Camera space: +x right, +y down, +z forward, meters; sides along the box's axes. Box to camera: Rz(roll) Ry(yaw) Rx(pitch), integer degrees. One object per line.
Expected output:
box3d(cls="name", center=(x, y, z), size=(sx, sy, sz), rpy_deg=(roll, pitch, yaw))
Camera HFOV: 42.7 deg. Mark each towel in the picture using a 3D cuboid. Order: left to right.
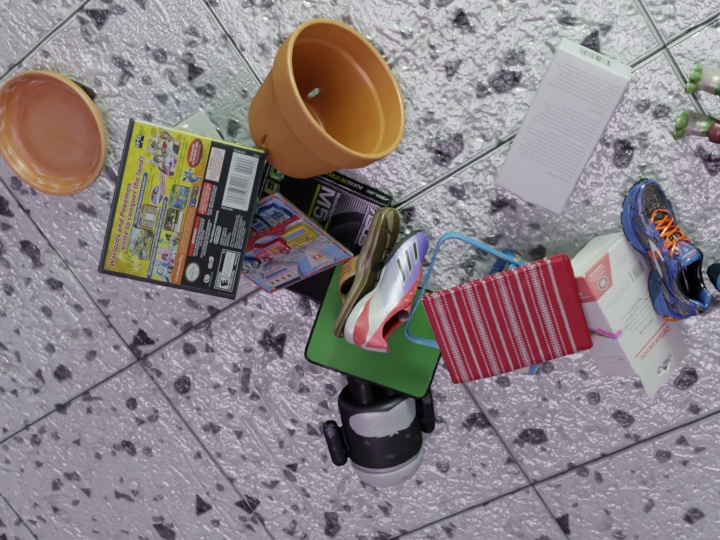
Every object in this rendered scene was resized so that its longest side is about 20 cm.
box3d(cls="towel", center=(0.195, 0.066, 1.215), size=(0.198, 0.023, 0.146), rpy_deg=(-17, 111, 14))

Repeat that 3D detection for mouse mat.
box3d(cls="mouse mat", center=(0.030, 0.089, 1.368), size=(0.199, 0.008, 0.162), rpy_deg=(20, 91, -5))

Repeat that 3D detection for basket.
box3d(cls="basket", center=(0.178, 0.049, 1.298), size=(0.198, 0.139, 0.177), rpy_deg=(19, 118, -1))

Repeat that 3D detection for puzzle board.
box3d(cls="puzzle board", center=(-0.127, -0.032, 1.323), size=(0.150, 0.017, 0.199), rpy_deg=(39, 141, -26))

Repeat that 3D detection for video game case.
box3d(cls="video game case", center=(-0.230, -0.078, 1.194), size=(0.179, 0.025, 0.202), rpy_deg=(12, 92, -16))

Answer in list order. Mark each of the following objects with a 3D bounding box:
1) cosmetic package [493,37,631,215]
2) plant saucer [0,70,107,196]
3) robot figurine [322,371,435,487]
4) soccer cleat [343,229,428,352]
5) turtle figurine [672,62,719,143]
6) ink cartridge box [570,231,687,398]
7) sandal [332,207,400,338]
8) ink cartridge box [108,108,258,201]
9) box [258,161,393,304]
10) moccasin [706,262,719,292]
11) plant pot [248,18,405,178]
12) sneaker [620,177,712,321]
box3d(cls="cosmetic package", center=(0.262, -0.186, 1.201), size=(0.101, 0.071, 0.201), rpy_deg=(26, 119, 5))
box3d(cls="plant saucer", center=(-0.484, -0.217, 1.449), size=(0.198, 0.037, 0.202), rpy_deg=(7, 115, 14))
box3d(cls="robot figurine", center=(0.031, 0.240, 1.444), size=(0.149, 0.125, 0.202), rpy_deg=(-2, 113, 22))
box3d(cls="soccer cleat", center=(0.054, 0.030, 1.302), size=(0.073, 0.201, 0.068), rpy_deg=(22, 153, 27))
box3d(cls="turtle figurine", center=(0.469, -0.160, 1.091), size=(0.193, 0.144, 0.201), rpy_deg=(25, 77, 26))
box3d(cls="ink cartridge box", center=(0.356, 0.063, 1.252), size=(0.067, 0.116, 0.201), rpy_deg=(-11, 113, 57))
box3d(cls="sandal", center=(0.000, 0.000, 1.322), size=(0.054, 0.080, 0.202), rpy_deg=(23, 101, 26))
box3d(cls="ink cartridge box", center=(-0.254, -0.121, 1.300), size=(0.146, 0.200, 0.147), rpy_deg=(-35, 102, -12))
box3d(cls="box", center=(-0.073, -0.057, 1.383), size=(0.192, 0.048, 0.201), rpy_deg=(26, 119, 6))
box3d(cls="moccasin", center=(0.547, 0.013, 1.198), size=(0.198, 0.068, 0.081), rpy_deg=(15, 106, -15))
box3d(cls="plant pot", center=(-0.058, -0.214, 1.236), size=(0.140, 0.200, 0.201), rpy_deg=(-26, 104, 43))
box3d(cls="sneaker", center=(0.408, -0.029, 1.204), size=(0.201, 0.075, 0.078), rpy_deg=(64, 160, -9))
